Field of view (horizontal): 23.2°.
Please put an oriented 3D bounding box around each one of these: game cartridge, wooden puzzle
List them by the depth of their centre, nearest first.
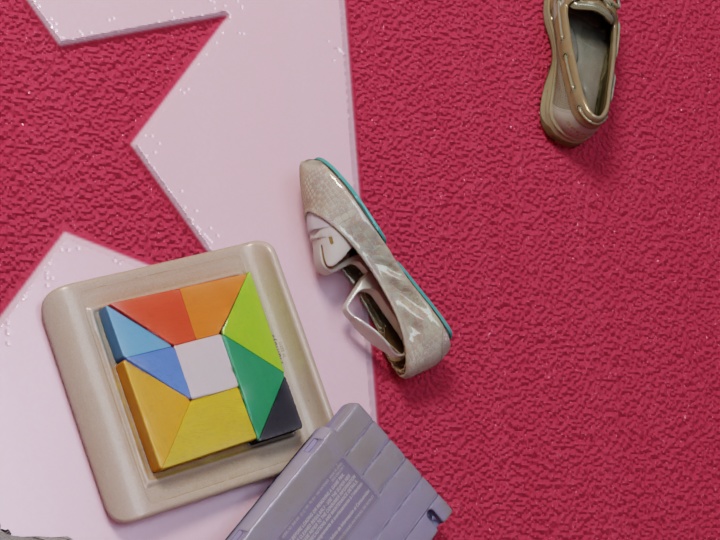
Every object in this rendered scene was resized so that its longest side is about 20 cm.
[{"bbox_3d":[-0.029,0.213,1.341,0.130,0.038,0.200,48,61,-12],"label":"game cartridge"},{"bbox_3d":[-0.125,0.080,1.347,0.199,0.037,0.186,-15,81,-30],"label":"wooden puzzle"}]

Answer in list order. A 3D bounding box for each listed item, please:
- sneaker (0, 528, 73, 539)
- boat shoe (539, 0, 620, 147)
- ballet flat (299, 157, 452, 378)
[{"bbox_3d":[-0.289,0.173,1.206,0.199,0.078,0.082,17,65,-22],"label":"sneaker"},{"bbox_3d":[0.208,-0.213,1.604,0.073,0.063,0.201,20,65,-20],"label":"boat shoe"},{"bbox_3d":[0.000,0.000,1.425,0.062,0.067,0.200,-38,92,-22],"label":"ballet flat"}]
